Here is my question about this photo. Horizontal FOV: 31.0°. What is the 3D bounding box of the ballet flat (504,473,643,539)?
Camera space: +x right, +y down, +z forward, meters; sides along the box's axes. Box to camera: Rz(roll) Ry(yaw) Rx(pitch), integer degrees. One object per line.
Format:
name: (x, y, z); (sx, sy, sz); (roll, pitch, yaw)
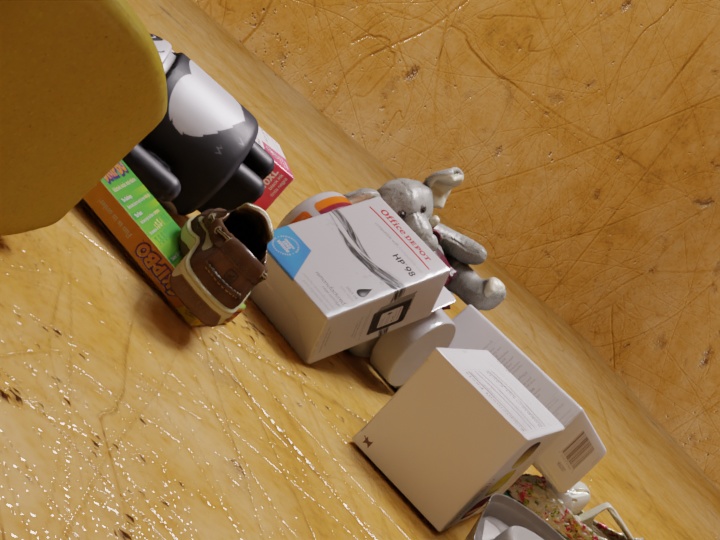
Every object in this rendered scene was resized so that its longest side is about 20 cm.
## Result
ballet flat: (0.238, 0.267, 1.406); (0.200, 0.064, 0.076); (40, 10, -20)

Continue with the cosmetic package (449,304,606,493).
cosmetic package: (0.165, 0.136, 1.394); (0.200, 0.074, 0.102); (43, -8, 43)

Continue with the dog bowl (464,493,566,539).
dog bowl: (0.156, 0.270, 1.033); (0.200, 0.059, 0.200); (42, 9, -8)

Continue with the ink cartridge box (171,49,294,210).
ink cartridge box: (-0.180, -0.156, 1.452); (0.200, 0.084, 0.145); (40, 9, -21)

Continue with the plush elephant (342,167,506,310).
plush elephant: (0.059, -0.034, 1.469); (0.155, 0.164, 0.200); (82, -18, -52)

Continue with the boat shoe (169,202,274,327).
boat shoe: (-0.097, -0.017, 1.031); (0.075, 0.075, 0.202); (45, 10, -16)

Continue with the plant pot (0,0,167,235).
plant pot: (-0.235, -0.137, 0.804); (0.196, 0.194, 0.200); (49, 4, 34)

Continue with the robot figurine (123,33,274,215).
robot figurine: (-0.176, -0.135, 1.231); (0.200, 0.125, 0.150); (41, -4, -18)

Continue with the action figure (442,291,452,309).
action figure: (0.080, 0.082, 1.563); (0.200, 0.134, 0.149); (33, 48, -10)

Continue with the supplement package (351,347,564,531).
supplement package: (0.092, 0.146, 1.156); (0.110, 0.114, 0.200); (45, 10, 15)

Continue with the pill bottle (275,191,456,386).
pill bottle: (0.001, 0.019, 1.356); (0.200, 0.110, 0.110); (47, 10, 24)

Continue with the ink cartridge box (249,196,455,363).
ink cartridge box: (0.000, 0.000, 1.241); (0.200, 0.067, 0.116); (-20, 56, -38)

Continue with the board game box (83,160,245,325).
board game box: (-0.177, -0.038, 1.059); (0.200, 0.030, 0.096); (51, 9, 8)

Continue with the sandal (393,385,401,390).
sandal: (0.083, 0.134, 1.382); (0.203, 0.050, 0.082); (46, 9, 12)
